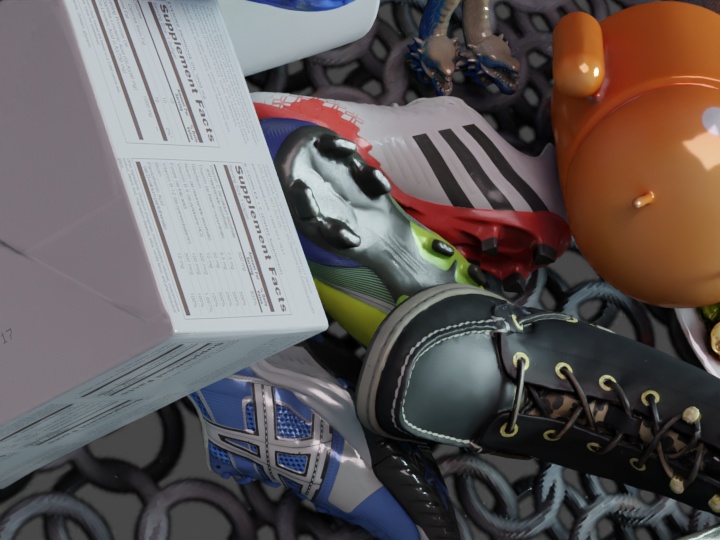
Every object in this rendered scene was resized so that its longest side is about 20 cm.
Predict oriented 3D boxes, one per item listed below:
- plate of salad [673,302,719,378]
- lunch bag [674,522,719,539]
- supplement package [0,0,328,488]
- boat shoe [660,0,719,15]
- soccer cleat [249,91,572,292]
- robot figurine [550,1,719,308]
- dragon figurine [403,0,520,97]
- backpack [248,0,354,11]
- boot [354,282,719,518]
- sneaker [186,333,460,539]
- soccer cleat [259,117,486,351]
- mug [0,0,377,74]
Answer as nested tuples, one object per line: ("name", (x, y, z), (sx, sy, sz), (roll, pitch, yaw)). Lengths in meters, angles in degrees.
("plate of salad", (0.253, -0.003, 1.211), (0.198, 0.048, 0.202), (7, 69, -19))
("lunch bag", (0.206, 0.198, 1.085), (0.199, 0.118, 0.165), (-14, 74, -33))
("supplement package", (-0.140, -0.009, 0.953), (0.111, 0.199, 0.157), (-1, 68, -57))
("boat shoe", (0.199, -0.186, 1.200), (0.066, 0.073, 0.202), (-19, 114, -20))
("soccer cleat", (0.019, -0.056, 1.125), (0.199, 0.069, 0.086), (19, 53, -22))
("robot figurine", (0.154, -0.057, 1.115), (0.115, 0.145, 0.200), (-6, 29, 4))
("dragon figurine", (0.032, -0.184, 1.173), (0.058, 0.100, 0.201), (-12, 63, -34))
("backpack", (-0.062, -0.188, 0.911), (0.199, 0.168, 0.163), (23, 102, -17))
("boot", (0.107, 0.064, 1.032), (0.203, 0.153, 0.074), (5, 103, -54))
("sneaker", (-0.030, 0.073, 1.066), (0.077, 0.076, 0.200), (-41, 101, 10))
("soccer cleat", (0.000, -0.001, 1.078), (0.065, 0.083, 0.200), (-57, 131, -22))
("mug", (-0.102, -0.164, 1.064), (0.152, 0.149, 0.188), (-28, 95, -19))
